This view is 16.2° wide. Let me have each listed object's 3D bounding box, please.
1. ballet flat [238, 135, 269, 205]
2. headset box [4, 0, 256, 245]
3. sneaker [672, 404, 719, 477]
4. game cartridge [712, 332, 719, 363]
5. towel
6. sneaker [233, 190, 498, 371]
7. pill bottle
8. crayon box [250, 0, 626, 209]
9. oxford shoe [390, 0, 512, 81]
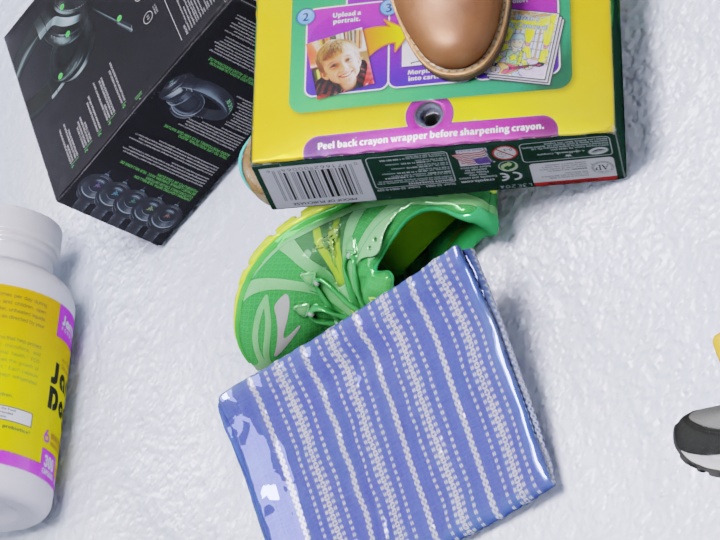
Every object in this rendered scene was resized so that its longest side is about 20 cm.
[{"bbox_3d":[0.006,-0.115,1.467,0.072,0.068,0.200,5,48,47],"label":"ballet flat"},{"bbox_3d":[-0.133,-0.142,1.649,0.200,0.093,0.175,-47,43,22],"label":"headset box"},{"bbox_3d":[0.228,0.043,1.141,0.199,0.074,0.080,-22,86,34],"label":"sneaker"},{"bbox_3d":[0.256,0.089,1.064,0.176,0.032,0.201,-27,79,33],"label":"game cartridge"},{"bbox_3d":[0.009,0.091,1.390,0.200,0.024,0.146,-33,68,35],"label":"towel"},{"bbox_3d":[0.000,0.000,1.439,0.200,0.074,0.084,-41,41,27],"label":"sneaker"},{"bbox_3d":[-0.242,0.062,1.660,0.104,0.104,0.201,-18,58,42],"label":"pill bottle"},{"bbox_3d":[0.043,-0.129,1.397,0.199,0.058,0.174,-4,62,11],"label":"crayon box"},{"bbox_3d":[0.037,-0.201,1.345,0.071,0.071,0.201,-9,80,11],"label":"oxford shoe"}]
